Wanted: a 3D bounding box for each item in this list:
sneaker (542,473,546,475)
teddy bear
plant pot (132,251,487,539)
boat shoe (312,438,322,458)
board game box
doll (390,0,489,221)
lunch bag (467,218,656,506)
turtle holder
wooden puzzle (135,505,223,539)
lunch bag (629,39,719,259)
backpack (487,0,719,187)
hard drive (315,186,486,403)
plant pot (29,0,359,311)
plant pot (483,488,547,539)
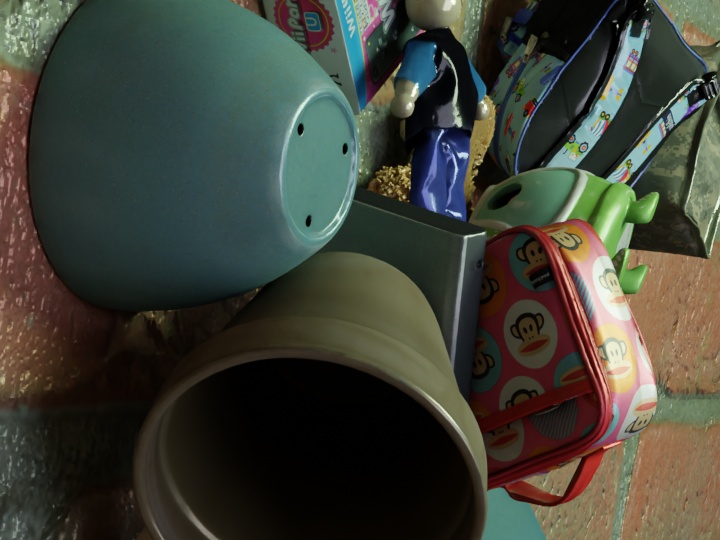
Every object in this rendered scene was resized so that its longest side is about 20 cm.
[{"bbox_3d":[0.144,0.064,1.443,0.077,0.112,0.201,10,51,-31],"label":"sneaker"},{"bbox_3d":[0.047,-0.048,1.361,0.145,0.067,0.201,-21,123,-49],"label":"teddy bear"},{"bbox_3d":[-0.018,0.082,1.029,0.174,0.199,0.201,-75,159,-57],"label":"plant pot"},{"bbox_3d":[-0.047,0.117,1.150,0.075,0.092,0.201,39,51,-55],"label":"boat shoe"},{"bbox_3d":[0.004,-0.224,1.217,0.200,0.064,0.148,-53,141,-42],"label":"board game box"},{"bbox_3d":[0.052,-0.105,1.202,0.136,0.048,0.201,3,88,-61],"label":"doll"},{"bbox_3d":[0.099,0.074,1.159,0.082,0.200,0.177,-11,77,-44],"label":"lunch bag"},{"bbox_3d":[0.143,0.006,1.346,0.141,0.131,0.186,66,46,-68],"label":"turtle holder"},{"bbox_3d":[-0.098,0.263,1.071,0.200,0.046,0.186,44,73,-22],"label":"wooden puzzle"},{"bbox_3d":[0.267,-0.126,1.635,0.118,0.163,0.201,48,55,-53],"label":"lunch bag"},{"bbox_3d":[0.188,-0.146,1.507,0.200,0.134,0.182,-54,137,0],"label":"backpack"},{"bbox_3d":[0.016,0.055,1.157,0.033,0.139,0.201,-12,114,-45],"label":"hard drive"},{"bbox_3d":[-0.080,-0.068,1.022,0.200,0.134,0.201,-25,119,-58],"label":"plant pot"},{"bbox_3d":[0.031,0.179,1.309,0.142,0.141,0.201,-55,134,-41],"label":"plant pot"}]
